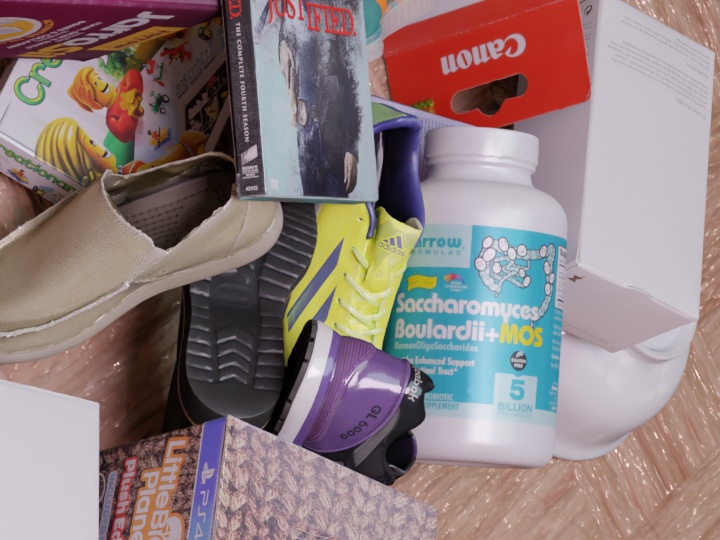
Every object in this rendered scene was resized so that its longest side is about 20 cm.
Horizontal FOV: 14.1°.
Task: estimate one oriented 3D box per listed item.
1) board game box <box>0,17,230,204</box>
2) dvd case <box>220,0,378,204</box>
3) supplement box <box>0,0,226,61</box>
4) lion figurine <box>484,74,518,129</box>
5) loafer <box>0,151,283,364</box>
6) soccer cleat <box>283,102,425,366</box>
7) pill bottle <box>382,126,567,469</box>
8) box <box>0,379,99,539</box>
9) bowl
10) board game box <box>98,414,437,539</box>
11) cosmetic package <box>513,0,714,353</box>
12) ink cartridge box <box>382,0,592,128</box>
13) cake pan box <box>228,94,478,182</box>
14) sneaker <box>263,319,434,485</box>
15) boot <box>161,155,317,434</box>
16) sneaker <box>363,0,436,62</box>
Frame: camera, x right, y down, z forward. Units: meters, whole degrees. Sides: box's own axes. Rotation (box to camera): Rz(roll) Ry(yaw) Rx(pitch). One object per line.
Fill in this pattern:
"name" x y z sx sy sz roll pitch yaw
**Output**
"board game box" -0.134 -0.119 1.695 0.126 0.035 0.200 31 56 -14
"dvd case" -0.036 -0.137 1.621 0.146 0.022 0.200 1 83 -65
"supplement box" -0.186 -0.175 1.552 0.200 0.131 0.103 -3 81 -47
"lion figurine" 0.093 -0.193 1.972 0.122 0.072 0.200 21 58 -50
"loafer" -0.141 -0.016 1.592 0.076 0.200 0.068 58 -12 33
"soccer cleat" -0.001 0.000 1.705 0.065 0.084 0.200 9 83 -45
"pill bottle" 0.067 0.017 1.755 0.111 0.111 0.200 9 82 -46
"box" -0.208 0.166 1.483 0.097 0.124 0.200 16 66 -44
"bowl" 0.163 0.023 1.960 0.201 0.090 0.201 17 66 -43
"board game box" -0.087 0.164 1.558 0.159 0.200 0.097 28 58 -40
"cosmetic package" 0.159 -0.063 1.865 0.108 0.085 0.200 26 59 -31
"ink cartridge box" 0.056 -0.188 1.860 0.050 0.162 0.200 3 76 -51
"cake pan box" -0.006 -0.009 1.795 0.184 0.052 0.200 10 80 -43
"sneaker" -0.018 0.111 1.651 0.087 0.200 0.076 18 54 -7
"boot" -0.084 0.043 1.680 0.077 0.138 0.200 17 48 -5
"sneaker" -0.011 -0.176 1.766 0.200 0.071 0.080 -46 133 -61
